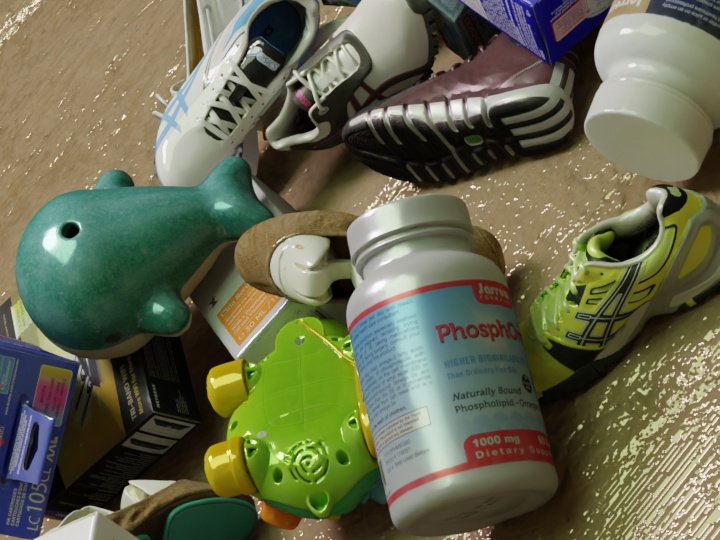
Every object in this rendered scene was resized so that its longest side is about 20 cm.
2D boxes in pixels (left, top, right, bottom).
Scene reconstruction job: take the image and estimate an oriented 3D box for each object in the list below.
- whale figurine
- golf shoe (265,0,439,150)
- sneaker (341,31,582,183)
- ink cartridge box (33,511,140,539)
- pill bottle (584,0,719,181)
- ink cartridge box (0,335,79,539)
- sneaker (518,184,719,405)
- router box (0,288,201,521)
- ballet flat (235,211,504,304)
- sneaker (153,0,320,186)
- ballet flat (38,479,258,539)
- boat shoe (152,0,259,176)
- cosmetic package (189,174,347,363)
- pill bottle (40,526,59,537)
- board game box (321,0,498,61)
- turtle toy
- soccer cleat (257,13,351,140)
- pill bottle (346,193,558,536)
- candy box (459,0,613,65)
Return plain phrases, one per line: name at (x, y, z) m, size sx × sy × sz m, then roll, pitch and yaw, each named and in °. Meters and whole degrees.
whale figurine at (-0.167, -0.023, 1.713) m, size 0.199 × 0.104 × 0.160 m, roll -27°, pitch 57°, yaw 3°
golf shoe at (-0.005, -0.150, 1.754) m, size 0.088 × 0.077 × 0.200 m, roll -25°, pitch -19°, yaw -33°
sneaker at (0.085, -0.135, 1.713) m, size 0.199 × 0.076 × 0.116 m, roll -5°, pitch 48°, yaw 35°
ink cartridge box at (-0.138, 0.270, 1.463) m, size 0.084 × 0.200 × 0.146 m, roll -27°, pitch 40°, yaw 32°
pill bottle at (0.222, -0.165, 1.526) m, size 0.111 × 0.111 × 0.201 m, roll -1°, pitch 57°, yaw 50°
ink cartridge box at (-0.269, 0.121, 1.707) m, size 0.200 × 0.076 × 0.138 m, roll -174°, pitch 98°, yaw -75°
sneaker at (0.150, 0.011, 1.476) m, size 0.200 × 0.076 × 0.076 m, roll -41°, pitch 36°, yaw 21°
router box at (-0.211, 0.074, 1.810) m, size 0.157 × 0.052 × 0.201 m, roll -41°, pitch 50°, yaw 31°
ballet flat at (0.000, 0.000, 1.595) m, size 0.198 × 0.068 × 0.072 m, roll 5°, pitch 23°, yaw 13°
sneaker at (-0.099, -0.145, 1.807) m, size 0.201 × 0.072 × 0.072 m, roll -59°, pitch 10°, yaw -15°
ballet flat at (-0.159, 0.183, 1.595) m, size 0.072 × 0.199 × 0.068 m, roll 30°, pitch 123°, yaw 31°
boat shoe at (-0.132, -0.137, 1.873) m, size 0.074 × 0.085 × 0.204 m, roll 27°, pitch 116°, yaw 57°
cosmetic package at (-0.073, 0.007, 1.756) m, size 0.102 × 0.071 × 0.200 m, roll -49°, pitch 32°, yaw 3°
pill bottle at (-0.193, 0.283, 1.597) m, size 0.115 × 0.116 × 0.201 m, roll -30°, pitch 38°, yaw 29°
board game box at (0.063, -0.260, 1.796) m, size 0.198 × 0.062 × 0.201 m, roll 6°, pitch 61°, yaw 26°
turtle toy at (-0.027, 0.100, 1.582) m, size 0.144 × 0.102 × 0.201 m, roll -15°, pitch 40°, yaw 10°
soccer cleat at (-0.030, -0.178, 1.891) m, size 0.199 × 0.069 × 0.078 m, roll -26°, pitch 37°, yaw 38°
pill bottle at (0.052, 0.059, 1.456) m, size 0.108 × 0.108 × 0.202 m, roll -26°, pitch 68°, yaw 33°
candy box at (0.126, -0.268, 1.684) m, size 0.169 × 0.077 × 0.200 m, roll -41°, pitch 55°, yaw -13°
